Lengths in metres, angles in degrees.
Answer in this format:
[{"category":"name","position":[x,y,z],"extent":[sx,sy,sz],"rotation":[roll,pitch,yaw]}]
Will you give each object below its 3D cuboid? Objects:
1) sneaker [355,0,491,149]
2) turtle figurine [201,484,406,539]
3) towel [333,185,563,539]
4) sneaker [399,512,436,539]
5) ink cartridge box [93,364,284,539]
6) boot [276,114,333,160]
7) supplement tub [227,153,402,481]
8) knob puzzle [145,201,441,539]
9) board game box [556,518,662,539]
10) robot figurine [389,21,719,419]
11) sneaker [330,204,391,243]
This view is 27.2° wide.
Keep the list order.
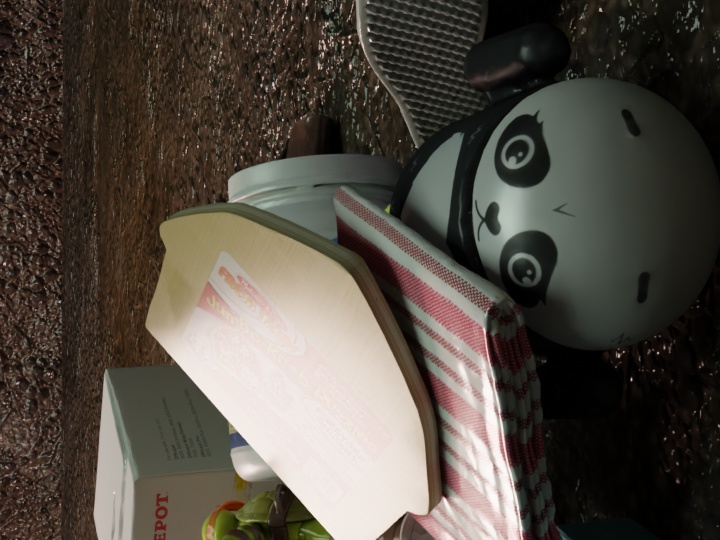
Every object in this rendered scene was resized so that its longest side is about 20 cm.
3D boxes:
[{"category":"sneaker","position":[0.034,-0.157,0.847],"extent":[0.201,0.072,0.116],"rotation":[73,-172,-57]},{"category":"turtle figurine","position":[-0.035,0.167,0.955],"extent":[0.200,0.159,0.065],"rotation":[27,-118,-71]},{"category":"towel","position":[0.045,0.066,0.705],"extent":[0.146,0.030,0.202],"rotation":[37,146,52]},{"category":"sneaker","position":[0.081,0.220,0.853],"extent":[0.118,0.073,0.203],"rotation":[34,-144,-83]},{"category":"ink cartridge box","position":[-0.093,0.166,1.127],"extent":[0.145,0.197,0.149],"rotation":[-123,36,-55]},{"category":"boot","position":[-0.054,-0.015,1.235],"extent":[0.200,0.071,0.169],"rotation":[125,151,-62]},{"category":"supplement tub","position":[-0.022,0.034,0.994],"extent":[0.144,0.142,0.203],"rotation":[152,115,-69]},{"category":"knob puzzle","position":[-0.025,0.040,0.746],"extent":[0.219,0.030,0.221],"rotation":[33,144,28]},{"category":"board game box","position":[0.147,0.218,0.665],"extent":[0.200,0.046,0.153],"rotation":[-149,59,-68]},{"category":"robot figurine","position":[0.084,-0.021,0.705],"extent":[0.125,0.150,0.200],"rotation":[-50,12,-15]},{"category":"sneaker","position":[0.000,0.000,0.867],"extent":[0.200,0.104,0.077],"rotation":[-21,-78,-71]}]
